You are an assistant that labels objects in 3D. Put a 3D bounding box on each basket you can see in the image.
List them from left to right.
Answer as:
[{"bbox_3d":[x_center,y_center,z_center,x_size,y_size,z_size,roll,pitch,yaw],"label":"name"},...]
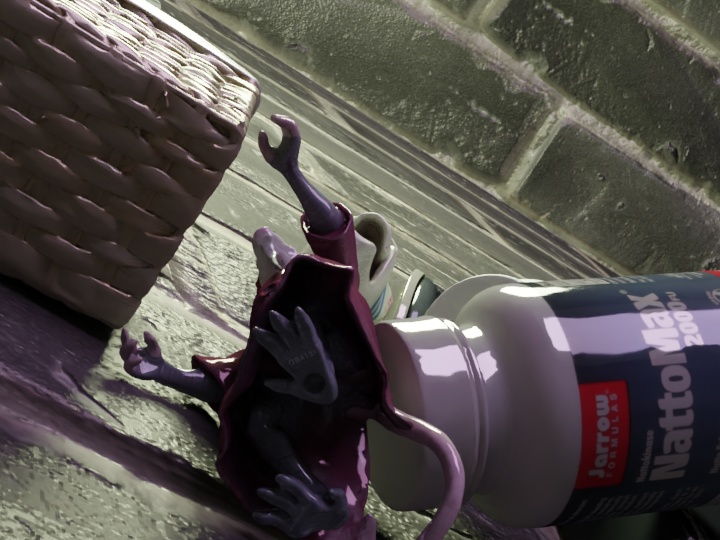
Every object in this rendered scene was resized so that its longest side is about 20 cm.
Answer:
[{"bbox_3d":[-0.162,-0.078,0.690,0.200,0.136,0.123,31,14,-13],"label":"basket"}]

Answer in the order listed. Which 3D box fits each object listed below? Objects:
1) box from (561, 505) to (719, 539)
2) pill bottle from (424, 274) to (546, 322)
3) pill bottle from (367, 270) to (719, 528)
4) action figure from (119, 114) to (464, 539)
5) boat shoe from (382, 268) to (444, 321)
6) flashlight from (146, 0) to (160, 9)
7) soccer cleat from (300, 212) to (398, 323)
[{"bbox_3d":[0.197,0.175,0.794,0.141,0.079,0.200,35,10,-6],"label":"box"},{"bbox_3d":[0.117,0.069,0.912,0.113,0.113,0.200,39,7,30],"label":"pill bottle"},{"bbox_3d":[0.105,0.064,0.697,0.200,0.120,0.120,-4,25,-21],"label":"pill bottle"},{"bbox_3d":[-0.017,0.027,0.642,0.149,0.134,0.200,34,12,-11],"label":"action figure"},{"bbox_3d":[0.046,0.045,0.961,0.062,0.073,0.200,31,4,5],"label":"boat shoe"},{"bbox_3d":[-0.317,-0.317,1.571,0.200,0.068,0.068,25,-13,-39],"label":"flashlight"},{"bbox_3d":[0.000,0.000,0.978,0.070,0.086,0.200,35,9,4],"label":"soccer cleat"}]
